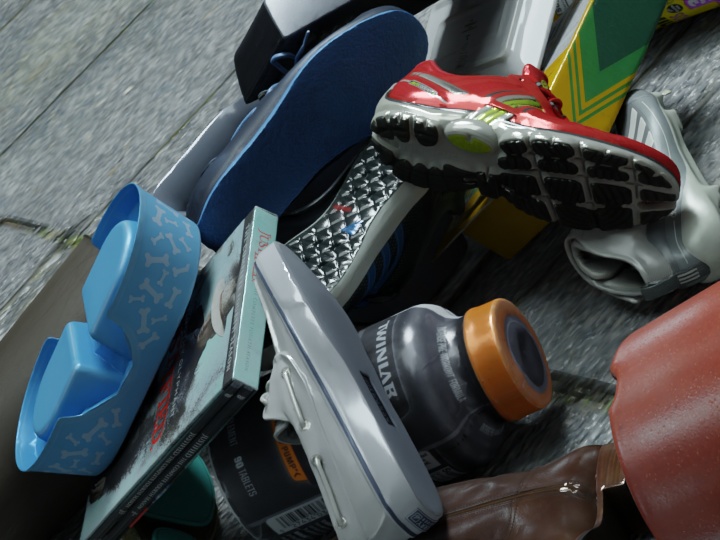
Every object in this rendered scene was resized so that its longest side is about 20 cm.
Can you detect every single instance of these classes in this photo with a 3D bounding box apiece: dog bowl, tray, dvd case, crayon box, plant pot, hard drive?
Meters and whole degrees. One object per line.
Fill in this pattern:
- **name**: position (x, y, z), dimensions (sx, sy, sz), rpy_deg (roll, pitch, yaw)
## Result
- **dog bowl**: position (-0.158, 0.043, 1.403), dimensions (0.200, 0.050, 0.112), rpy_deg (-64, 21, 18)
- **tray**: position (0.083, -0.166, 1.558), dimensions (0.200, 0.022, 0.108), rpy_deg (-12, 62, 68)
- **dvd case**: position (-0.113, 0.070, 1.382), dimensions (0.200, 0.022, 0.146), rpy_deg (-46, 27, 39)
- **crayon box**: position (0.126, -0.094, 1.474), dimensions (0.200, 0.052, 0.126), rpy_deg (-62, 7, -28)
- **plant pot**: position (0.238, 0.061, 1.060), dimensions (0.195, 0.201, 0.201), rpy_deg (-28, 28, 34)
- **hard drive**: position (0.007, -0.192, 1.516), dimensions (0.200, 0.042, 0.135), rpy_deg (-31, -7, -22)

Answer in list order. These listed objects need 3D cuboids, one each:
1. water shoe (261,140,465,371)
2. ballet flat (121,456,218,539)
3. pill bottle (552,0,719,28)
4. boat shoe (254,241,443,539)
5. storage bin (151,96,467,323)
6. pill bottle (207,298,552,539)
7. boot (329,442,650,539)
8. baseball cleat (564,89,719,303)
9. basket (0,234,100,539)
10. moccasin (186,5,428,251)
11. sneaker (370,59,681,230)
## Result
- **water shoe**: position (0.000, 0.000, 1.405), dimensions (0.071, 0.079, 0.200), rpy_deg (22, 65, 45)
- **ballet flat**: position (-0.126, 0.182, 1.418), dimensions (0.071, 0.071, 0.200), rpy_deg (-33, 27, 8)
- **pill bottle**: position (0.183, -0.218, 1.606), dimensions (0.200, 0.104, 0.104), rpy_deg (-18, 34, 32)
- **boat shoe**: position (-0.025, 0.073, 1.263), dimensions (0.065, 0.074, 0.200), rpy_deg (-35, 57, 12)
- **storage bin**: position (-0.023, -0.043, 1.549), dimensions (0.200, 0.134, 0.146), rpy_deg (3, 48, 49)
- **pill bottle**: position (0.015, 0.087, 1.344), dimensions (0.200, 0.106, 0.106), rpy_deg (-26, 30, 22)
- **boot**: position (0.055, 0.172, 1.215), dimensions (0.200, 0.064, 0.186), rpy_deg (-15, 22, 29)
- **baseball cleat**: position (0.170, -0.050, 1.397), dimensions (0.106, 0.070, 0.200), rpy_deg (-22, 29, 2)
- **basket**: position (-0.210, 0.094, 1.563), dimensions (0.200, 0.136, 0.180), rpy_deg (-48, -4, -7)
- **moccasin**: position (-0.045, -0.101, 1.436), dimensions (0.200, 0.081, 0.068), rpy_deg (-42, 24, -9)
- **sneaker**: position (0.105, -0.087, 1.348), dimensions (0.200, 0.077, 0.085), rpy_deg (17, 55, 20)
